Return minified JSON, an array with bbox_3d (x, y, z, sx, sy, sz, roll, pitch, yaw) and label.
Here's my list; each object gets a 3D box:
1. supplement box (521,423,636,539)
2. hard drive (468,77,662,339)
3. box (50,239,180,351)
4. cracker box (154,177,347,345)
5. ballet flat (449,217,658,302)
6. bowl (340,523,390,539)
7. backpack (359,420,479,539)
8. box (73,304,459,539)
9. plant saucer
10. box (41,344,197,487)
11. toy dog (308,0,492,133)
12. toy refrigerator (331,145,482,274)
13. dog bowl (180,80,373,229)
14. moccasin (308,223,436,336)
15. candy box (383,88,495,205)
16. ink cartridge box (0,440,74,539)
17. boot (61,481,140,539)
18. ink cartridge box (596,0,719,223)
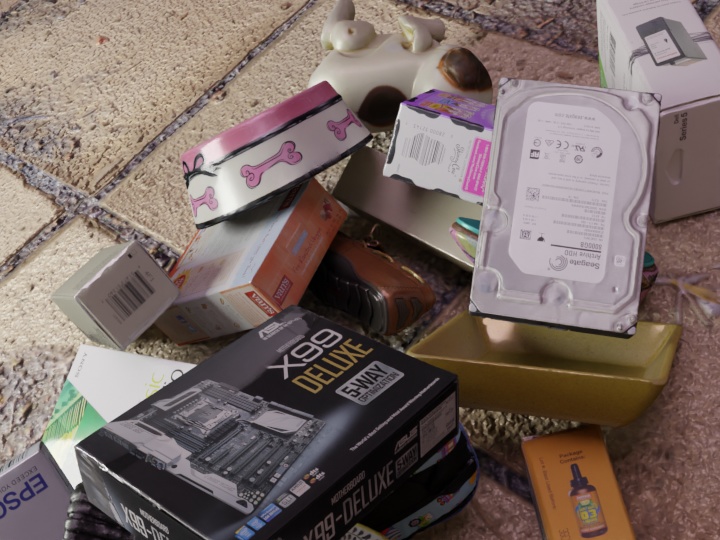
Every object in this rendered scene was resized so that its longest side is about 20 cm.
[{"bbox_3d":[0.174,0.217,0.725,0.065,0.069,0.202,-13,49,5],"label":"supplement box"},{"bbox_3d":[0.169,-0.054,0.807,0.137,0.038,0.204,8,82,10],"label":"hard drive"},{"bbox_3d":[-0.246,0.024,0.960,0.082,0.069,0.199,-44,15,-17],"label":"box"},{"bbox_3d":[-0.116,-0.005,0.963,0.198,0.058,0.135,-16,38,49],"label":"cracker box"},{"bbox_3d":[0.169,0.005,0.872,0.196,0.072,0.069,10,20,-11],"label":"ballet flat"},{"bbox_3d":[-0.029,0.283,0.695,0.197,0.094,0.205,-2,72,5],"label":"bowl"},{"bbox_3d":[-0.014,0.144,0.768,0.197,0.184,0.136,-23,42,5],"label":"backpack"},{"bbox_3d":[-0.055,0.108,0.623,0.156,0.051,0.199,21,39,37],"label":"box"},{"bbox_3d":[0.159,0.079,0.809,0.196,0.049,0.199,4,10,22],"label":"plant saucer"},{"bbox_3d":[-0.205,0.151,0.893,0.197,0.036,0.147,5,67,31],"label":"box"},{"bbox_3d":[0.050,-0.212,1.085,0.196,0.142,0.194,11,33,16],"label":"toy dog"},{"bbox_3d":[0.073,-0.058,0.978,0.198,0.076,0.071,28,89,36],"label":"toy refrigerator"},{"bbox_3d":[-0.090,-0.119,0.961,0.198,0.075,0.200,-27,10,5],"label":"dog bowl"},{"bbox_3d":[0.000,-0.002,0.964,0.077,0.075,0.200,-17,23,-29],"label":"moccasin"},{"bbox_3d":[0.139,-0.108,0.931,0.197,0.073,0.168,18,19,11],"label":"candy box"},{"bbox_3d":[-0.277,0.271,0.748,0.195,0.202,0.043,-33,7,-12],"label":"ink cartridge box"},{"bbox_3d":[-0.109,0.233,0.625,0.155,0.080,0.215,-7,66,-3],"label":"boot"},{"bbox_3d":[0.302,-0.172,0.969,0.082,0.147,0.202,-13,47,5],"label":"ink cartridge box"}]
